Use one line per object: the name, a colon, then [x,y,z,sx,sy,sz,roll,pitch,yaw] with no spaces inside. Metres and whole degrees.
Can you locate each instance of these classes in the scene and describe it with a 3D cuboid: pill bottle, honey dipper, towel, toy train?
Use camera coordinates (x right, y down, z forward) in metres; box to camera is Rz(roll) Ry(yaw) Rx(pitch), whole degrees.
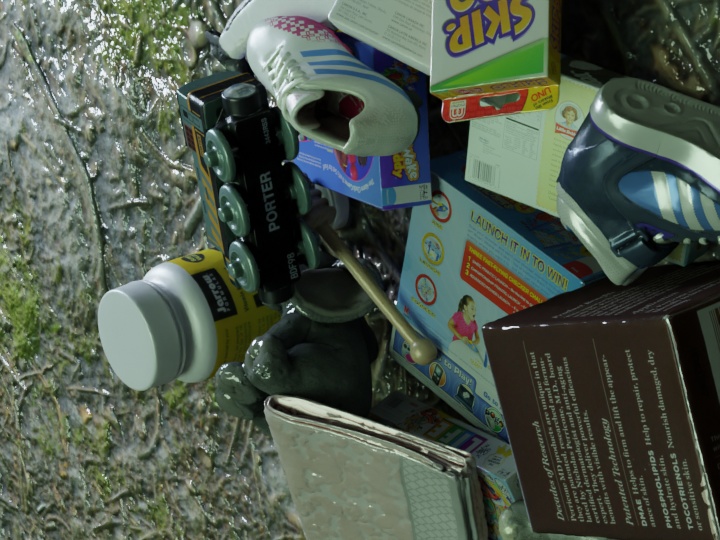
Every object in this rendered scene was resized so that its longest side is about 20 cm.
pill bottle: [-0.131,0.037,1.942,0.114,0.200,0.114,27,126,44]
honey dipper: [0.000,0.000,1.791,0.200,0.038,0.038,49,140,17]
towel: [0.018,0.195,1.790,0.191,0.032,0.200,16,143,25]
toy train: [-0.094,-0.071,1.764,0.114,0.085,0.200,39,146,53]

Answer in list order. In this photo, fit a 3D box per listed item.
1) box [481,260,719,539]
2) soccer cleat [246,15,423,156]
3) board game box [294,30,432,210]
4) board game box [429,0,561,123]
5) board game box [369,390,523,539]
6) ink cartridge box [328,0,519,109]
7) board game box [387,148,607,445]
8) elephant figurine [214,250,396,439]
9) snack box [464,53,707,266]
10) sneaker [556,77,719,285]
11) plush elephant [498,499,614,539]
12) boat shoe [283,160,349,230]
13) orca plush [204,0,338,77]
box: [0.224,0.090,1.517,0.200,0.166,0.164,-6,101,55]
soccer cleat: [-0.039,-0.146,1.657,0.200,0.086,0.070,33,125,39]
board game box: [-0.004,-0.132,1.772,0.200,0.045,0.135,-154,59,-65]
board game box: [0.098,-0.208,1.526,0.096,0.030,0.200,-5,78,30]
board game box: [0.097,0.187,1.791,0.200,0.034,0.134,22,143,55]
ink cartridge box: [0.087,-0.239,1.582,0.161,0.050,0.200,30,93,33]
board game box: [0.116,0.034,1.732,0.200,0.056,0.196,39,134,37]
elephant figurine: [-0.038,0.040,1.846,0.155,0.200,0.141,37,146,-24]
snack box: [0.172,-0.092,1.581,0.200,0.037,0.116,24,125,30]
sneaker: [0.233,-0.038,1.489,0.200,0.081,0.146,25,133,9]
plush elephant: [0.207,0.261,1.610,0.200,0.155,0.165,-21,125,42]
boat shoe: [-0.089,-0.097,1.939,0.200,0.069,0.072,47,138,31]
orca plush: [-0.040,-0.214,1.757,0.200,0.071,0.105,-44,69,44]
